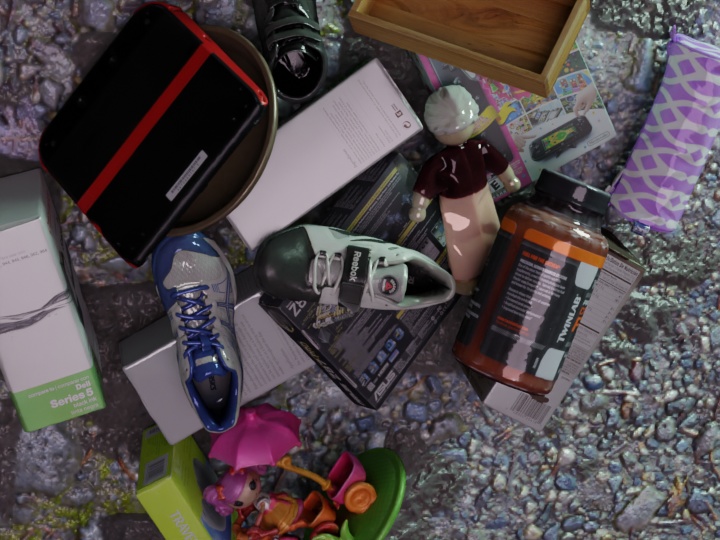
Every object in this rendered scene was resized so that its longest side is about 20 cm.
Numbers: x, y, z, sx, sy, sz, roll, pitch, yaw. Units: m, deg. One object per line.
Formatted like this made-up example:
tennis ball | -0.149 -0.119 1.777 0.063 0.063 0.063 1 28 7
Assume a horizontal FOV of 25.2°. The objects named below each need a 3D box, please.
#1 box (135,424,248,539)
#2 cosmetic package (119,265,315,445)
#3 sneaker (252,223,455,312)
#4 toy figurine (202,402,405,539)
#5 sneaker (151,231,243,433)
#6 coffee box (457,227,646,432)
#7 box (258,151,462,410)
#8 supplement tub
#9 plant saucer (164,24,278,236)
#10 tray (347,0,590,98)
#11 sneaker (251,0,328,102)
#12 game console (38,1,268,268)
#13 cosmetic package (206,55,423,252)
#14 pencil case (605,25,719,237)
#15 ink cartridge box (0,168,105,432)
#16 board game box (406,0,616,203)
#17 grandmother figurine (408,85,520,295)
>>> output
box | -0.160 0.262 1.649 0.047 0.122 0.201 -25 114 8
cosmetic package | -0.130 0.075 1.611 0.199 0.071 0.102 -29 114 0
sneaker | 0.000 0.000 1.494 0.198 0.088 0.075 3 95 -30
toy figurine | -0.085 0.220 1.628 0.184 0.150 0.200 37 97 -26
sneaker | -0.143 0.058 1.506 0.075 0.088 0.201 -16 119 -3
coffee box | 0.192 0.046 1.646 0.079 0.114 0.201 27 103 -21
box | 0.017 0.010 1.583 0.161 0.049 0.201 47 71 -30
supplement tub | 0.168 0.009 1.525 0.106 0.107 0.202 20 96 -18
plant saucer | -0.156 -0.127 1.483 0.200 0.200 0.029 -49 150 10
tray | 0.099 -0.236 1.477 0.199 0.037 0.099 22 75 18
sneaker | -0.067 -0.246 1.483 0.070 0.099 0.202 -12 112 -5
game console | -0.194 -0.129 1.476 0.200 0.177 0.031 -50 155 11
cosmetic package | -0.044 -0.111 1.530 0.199 0.108 0.085 -35 98 2
pencil case | 0.313 -0.137 1.621 0.085 0.084 0.201 23 105 5
ink cartridge box | -0.308 0.025 1.513 0.083 0.146 0.202 -16 114 -5
board game box | 0.141 -0.188 1.571 0.147 0.064 0.201 -28 113 0
grandmother figurine | 0.096 -0.079 1.546 0.121 0.060 0.202 -25 117 -32
